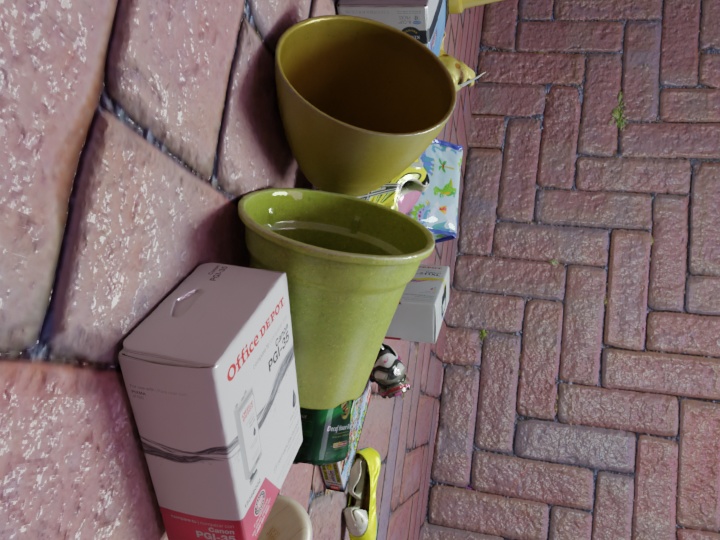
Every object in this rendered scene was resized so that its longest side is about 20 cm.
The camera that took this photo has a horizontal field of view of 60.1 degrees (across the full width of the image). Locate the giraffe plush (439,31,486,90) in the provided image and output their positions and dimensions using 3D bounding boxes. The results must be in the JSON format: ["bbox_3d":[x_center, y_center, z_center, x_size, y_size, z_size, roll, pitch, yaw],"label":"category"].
[{"bbox_3d":[0.120,-0.405,1.195,0.164,0.198,0.172,65,22,-3],"label":"giraffe plush"}]

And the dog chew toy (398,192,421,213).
[{"bbox_3d":[0.026,-0.118,0.933,0.200,0.123,0.126,-63,155,-60],"label":"dog chew toy"}]

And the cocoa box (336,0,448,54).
[{"bbox_3d":[0.058,-0.394,0.944,0.132,0.132,0.202,78,22,-52],"label":"cocoa box"}]

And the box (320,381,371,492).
[{"bbox_3d":[-0.023,0.261,1.072,0.111,0.034,0.201,82,19,-44],"label":"box"}]

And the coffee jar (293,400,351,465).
[{"bbox_3d":[-0.052,0.138,0.792,0.104,0.084,0.203,18,77,-62],"label":"coffee jar"}]

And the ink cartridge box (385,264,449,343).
[{"bbox_3d":[0.094,0.058,1.242,0.200,0.144,0.084,-56,146,-64],"label":"ink cartridge box"}]

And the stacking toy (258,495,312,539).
[{"bbox_3d":[-0.091,0.345,0.767,0.201,0.084,0.086,85,16,-56],"label":"stacking toy"}]

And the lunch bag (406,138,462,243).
[{"bbox_3d":[0.081,-0.136,1.121,0.200,0.126,0.172,-10,-110,64],"label":"lunch bag"}]

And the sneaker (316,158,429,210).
[{"bbox_3d":[0.005,-0.092,0.801,0.199,0.077,0.076,-38,165,-12],"label":"sneaker"}]

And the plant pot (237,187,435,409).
[{"bbox_3d":[-0.040,0.033,0.651,0.200,0.198,0.186,-48,152,-67],"label":"plant pot"}]

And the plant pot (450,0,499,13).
[{"bbox_3d":[0.312,-0.810,1.697,0.201,0.187,0.203,5,90,-76],"label":"plant pot"}]

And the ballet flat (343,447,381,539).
[{"bbox_3d":[-0.002,0.444,1.199,0.067,0.066,0.202,29,62,-52],"label":"ballet flat"}]

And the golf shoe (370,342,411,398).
[{"bbox_3d":[0.042,0.166,1.156,0.200,0.072,0.093,-164,-125,-78],"label":"golf shoe"}]

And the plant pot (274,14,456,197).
[{"bbox_3d":[-0.009,-0.170,0.710,0.143,0.198,0.201,113,-4,-50],"label":"plant pot"}]

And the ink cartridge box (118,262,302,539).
[{"bbox_3d":[-0.117,0.116,0.540,0.147,0.082,0.202,-61,153,-57],"label":"ink cartridge box"}]
